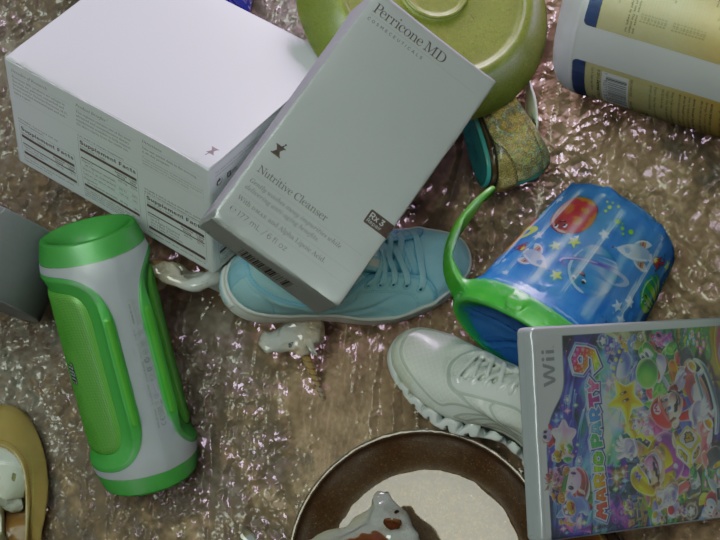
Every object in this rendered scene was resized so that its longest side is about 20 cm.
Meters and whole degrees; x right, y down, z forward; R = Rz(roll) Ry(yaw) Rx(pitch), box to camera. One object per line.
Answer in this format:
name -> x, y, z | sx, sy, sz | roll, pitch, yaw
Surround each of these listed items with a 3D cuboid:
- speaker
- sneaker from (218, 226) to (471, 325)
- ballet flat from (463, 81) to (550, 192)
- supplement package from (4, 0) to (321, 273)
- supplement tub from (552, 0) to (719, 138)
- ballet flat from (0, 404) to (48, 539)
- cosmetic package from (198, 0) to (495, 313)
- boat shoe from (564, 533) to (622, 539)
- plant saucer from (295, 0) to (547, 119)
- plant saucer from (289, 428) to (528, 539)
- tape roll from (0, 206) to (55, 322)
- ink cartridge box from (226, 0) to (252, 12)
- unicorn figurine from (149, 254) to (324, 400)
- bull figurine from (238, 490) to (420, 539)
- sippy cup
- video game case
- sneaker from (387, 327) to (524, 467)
speaker -> -0.180, 0.064, 1.480 | 0.088, 0.088, 0.200 | -9, 107, 10
sneaker -> 0.000, 0.000, 1.464 | 0.200, 0.082, 0.074 | -10, 78, -22
ballet flat -> 0.095, -0.155, 1.530 | 0.071, 0.071, 0.200 | -21, 72, 7
supplement package -> -0.140, -0.122, 1.503 | 0.200, 0.111, 0.156 | 29, 53, 23
supplement tub -> 0.256, -0.175, 1.451 | 0.200, 0.144, 0.145 | 20, 82, 16
ballet flat -> -0.277, 0.198, 1.523 | 0.068, 0.063, 0.200 | -8, 75, 10
cosmetic package -> -0.010, -0.082, 1.386 | 0.113, 0.081, 0.200 | 35, 80, -8
boat shoe -> 0.192, 0.272, 1.402 | 0.070, 0.070, 0.200 | -27, 74, 40
plant saucer -> 0.051, -0.207, 1.486 | 0.200, 0.031, 0.200 | 6, 67, -14
plant saucer -> 0.046, 0.218, 1.461 | 0.200, 0.037, 0.201 | -3, 77, 11
tape roll -> -0.325, -0.027, 1.516 | 0.200, 0.200, 0.066 | 21, 83, 16
ink cartridge box -> -0.149, -0.285, 1.604 | 0.200, 0.076, 0.137 | 9, 79, 16
unicorn figurine -> -0.092, -0.009, 1.524 | 0.137, 0.074, 0.200 | 2, 71, 2
bull figurine -> -0.033, 0.247, 1.420 | 0.121, 0.065, 0.200 | 11, 77, 19
sippy cup -> 0.158, 0.012, 1.443 | 0.130, 0.178, 0.140 | -53, 35, -14
video game case -> 0.193, 0.107, 1.377 | 0.018, 0.200, 0.144 | -5, 88, 55
sneaker -> 0.109, 0.092, 1.434 | 0.200, 0.081, 0.075 | 31, 58, 19
